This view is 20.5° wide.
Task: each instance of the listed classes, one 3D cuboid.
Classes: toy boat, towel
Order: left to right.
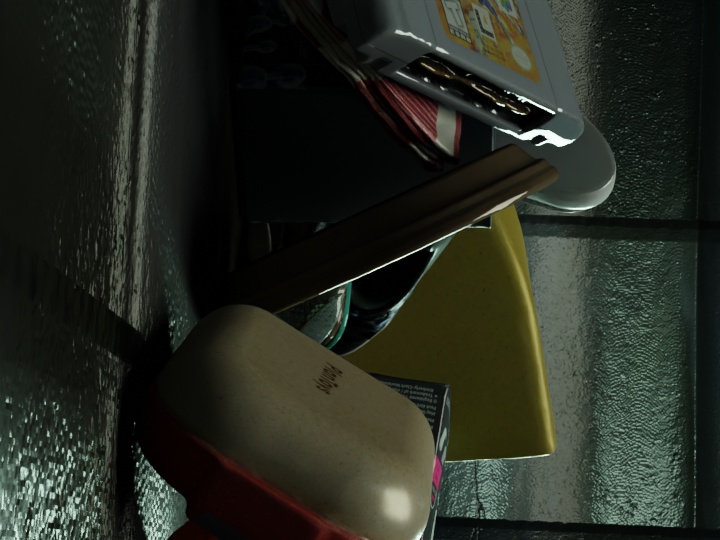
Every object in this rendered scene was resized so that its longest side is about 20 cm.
[{"bbox_3d":[-0.045,0.100,0.872,0.131,0.130,0.200,-58,-179,9],"label":"toy boat"},{"bbox_3d":[-0.009,-0.158,1.026,0.200,0.023,0.145,46,34,-33],"label":"towel"}]

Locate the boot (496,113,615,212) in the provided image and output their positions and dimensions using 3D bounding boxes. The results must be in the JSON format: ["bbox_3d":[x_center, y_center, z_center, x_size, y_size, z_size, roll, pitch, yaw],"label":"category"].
[{"bbox_3d":[0.079,-0.070,1.272,0.073,0.200,0.096,-35,143,-29],"label":"boot"}]

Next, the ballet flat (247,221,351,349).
[{"bbox_3d":[-0.033,-0.040,1.216,0.201,0.074,0.075,-85,176,-46],"label":"ballet flat"}]

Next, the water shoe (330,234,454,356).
[{"bbox_3d":[0.000,0.000,1.261,0.200,0.071,0.079,-56,180,45],"label":"water shoe"}]

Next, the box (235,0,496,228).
[{"bbox_3d":[0.009,-0.131,1.192,0.107,0.147,0.201,88,4,-45],"label":"box"}]

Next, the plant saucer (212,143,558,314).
[{"bbox_3d":[0.008,-0.019,1.038,0.200,0.199,0.030,-50,114,-85],"label":"plant saucer"}]

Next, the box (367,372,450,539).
[{"bbox_3d":[-0.006,0.177,1.321,0.122,0.105,0.201,80,19,-72],"label":"box"}]

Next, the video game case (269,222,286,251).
[{"bbox_3d":[-0.053,0.003,1.324,0.143,0.018,0.201,84,9,-73],"label":"video game case"}]

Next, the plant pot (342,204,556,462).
[{"bbox_3d":[0.037,0.012,1.479,0.194,0.194,0.201,-88,173,-67],"label":"plant pot"}]

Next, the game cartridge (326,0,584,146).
[{"bbox_3d":[0.044,-0.148,1.042,0.200,0.041,0.134,17,56,-53],"label":"game cartridge"}]
